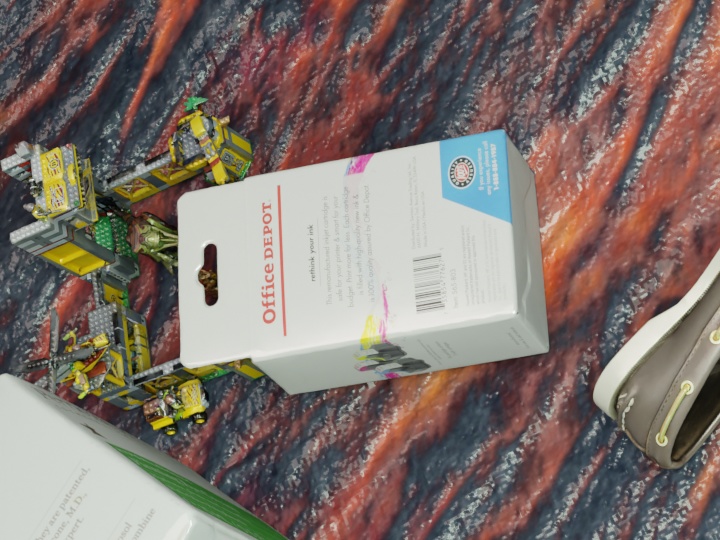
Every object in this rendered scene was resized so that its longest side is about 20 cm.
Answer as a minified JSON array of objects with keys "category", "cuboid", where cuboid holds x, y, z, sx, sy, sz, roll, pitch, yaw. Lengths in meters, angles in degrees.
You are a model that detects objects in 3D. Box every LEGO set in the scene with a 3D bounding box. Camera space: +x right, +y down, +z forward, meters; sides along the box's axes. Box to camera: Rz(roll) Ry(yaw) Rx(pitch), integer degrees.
[{"category":"LEGO set","cuboid":[-0.138,-0.012,1.634,0.154,0.116,0.200,-14,66,27]}]

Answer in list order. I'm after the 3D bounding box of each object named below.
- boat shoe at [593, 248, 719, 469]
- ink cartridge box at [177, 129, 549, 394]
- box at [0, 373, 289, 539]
[{"category":"boat shoe","cuboid":[0.209,0.018,1.441,0.200,0.072,0.060,-48,61,12]},{"category":"ink cartridge box","cuboid":[0.000,0.000,1.557,0.200,0.068,0.115,-10,66,17]},{"category":"box","cuboid":[-0.144,0.201,1.508,0.171,0.199,0.200,30,88,36]}]
